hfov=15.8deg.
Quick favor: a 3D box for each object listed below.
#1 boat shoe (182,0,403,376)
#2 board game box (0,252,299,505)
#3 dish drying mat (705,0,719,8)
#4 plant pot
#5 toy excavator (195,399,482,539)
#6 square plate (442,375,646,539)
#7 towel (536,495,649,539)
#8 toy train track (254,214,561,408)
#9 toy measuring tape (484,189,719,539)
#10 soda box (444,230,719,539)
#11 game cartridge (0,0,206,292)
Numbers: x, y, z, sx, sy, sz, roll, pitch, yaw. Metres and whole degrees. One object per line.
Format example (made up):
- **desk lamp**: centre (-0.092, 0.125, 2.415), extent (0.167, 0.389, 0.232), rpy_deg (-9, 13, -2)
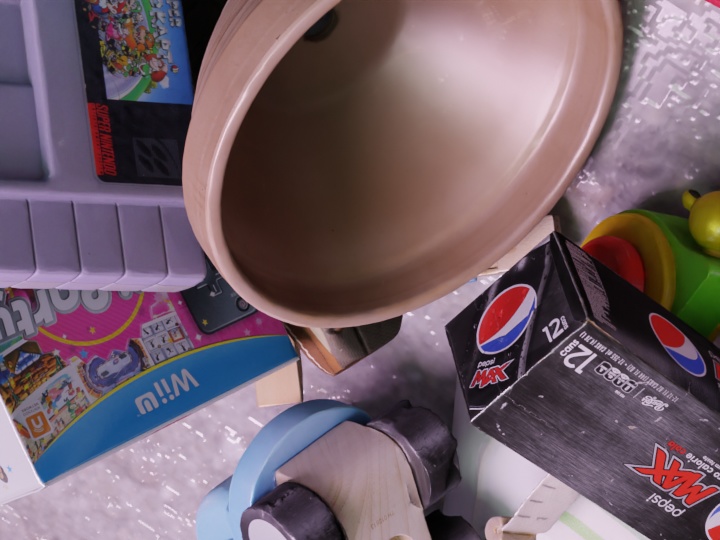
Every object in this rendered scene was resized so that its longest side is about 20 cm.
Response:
- **boat shoe**: centre (-0.051, -0.044, 1.171), extent (0.074, 0.076, 0.200), rpy_deg (-31, 86, 47)
- **board game box**: centre (-0.135, -0.019, 1.104), extent (0.064, 0.147, 0.200), rpy_deg (-24, 92, 52)
- **dish drying mat**: centre (0.163, -0.135, 1.054), extent (0.200, 0.018, 0.077), rpy_deg (30, 126, 6)
- **plant pot**: centre (0.004, -0.081, 1.086), extent (0.093, 0.201, 0.201), rpy_deg (49, 138, 39)
- **toy excavator**: centre (-0.035, 0.141, 1.250), extent (0.200, 0.100, 0.195), rpy_deg (18, 134, 47)
- **square plate**: centre (0.128, 0.143, 1.231), extent (0.200, 0.028, 0.198), rpy_deg (17, 124, 16)
- **towel**: centre (0.114, 0.185, 1.231), extent (0.153, 0.023, 0.200), rpy_deg (40, 128, -1)
- **toy train track**: centre (0.000, 0.000, 1.200), extent (0.200, 0.033, 0.115), rpy_deg (-8, 86, 21)
- **toy measuring tape**: centre (0.106, 0.035, 1.145), extent (0.074, 0.074, 0.200), rpy_deg (35, 121, 2)
- **soda box**: centre (0.130, 0.068, 1.086), extent (0.200, 0.063, 0.071), rpy_deg (34, 115, -30)
- **game cartridge**: centre (-0.130, -0.091, 1.072), extent (0.038, 0.129, 0.200), rpy_deg (-28, 67, 54)
